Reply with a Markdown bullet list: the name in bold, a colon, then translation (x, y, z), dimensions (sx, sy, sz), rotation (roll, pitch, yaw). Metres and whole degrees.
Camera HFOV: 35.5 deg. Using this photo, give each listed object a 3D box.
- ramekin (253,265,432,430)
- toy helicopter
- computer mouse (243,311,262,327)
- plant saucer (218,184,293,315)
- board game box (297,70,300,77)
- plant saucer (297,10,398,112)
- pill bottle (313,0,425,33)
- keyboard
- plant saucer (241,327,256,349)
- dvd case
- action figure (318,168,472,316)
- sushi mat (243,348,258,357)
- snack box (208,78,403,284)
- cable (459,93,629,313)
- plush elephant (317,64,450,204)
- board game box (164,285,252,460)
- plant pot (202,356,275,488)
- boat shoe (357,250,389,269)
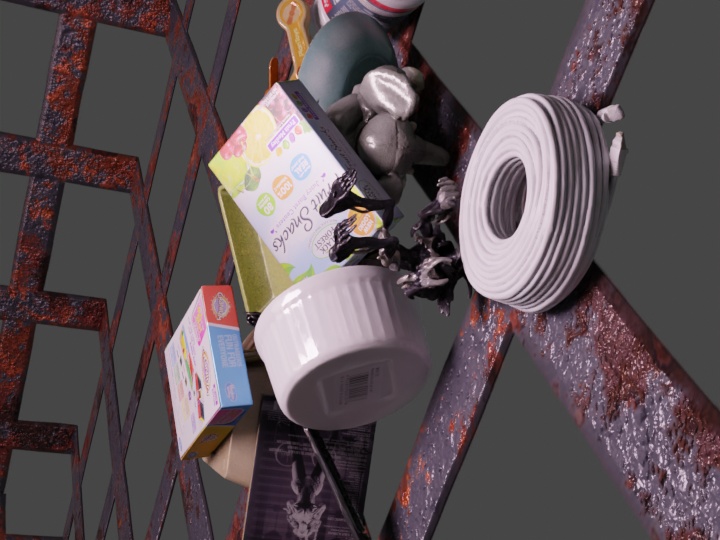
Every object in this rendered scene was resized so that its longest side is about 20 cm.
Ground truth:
- **ramekin**: translation (-0.015, 0.095, 1.269), dimensions (0.201, 0.198, 0.099), rotation (-60, 37, 43)
- **toy helicopter**: translation (-0.080, -0.267, 1.516), dimensions (0.079, 0.131, 0.203), rotation (0, -105, -71)
- **computer mouse**: translation (-0.054, 0.071, 1.452), dimensions (0.199, 0.139, 0.047), rotation (-15, 69, 58)
- **plant saucer**: translation (-0.101, -0.043, 1.541), dimensions (0.198, 0.048, 0.203), rotation (-16, 87, 47)
- **board game box**: translation (-0.027, -0.172, 1.435), dimensions (0.023, 0.104, 0.202), rotation (16, 126, 38)
- **plant saucer**: translation (-0.002, -0.217, 1.400), dimensions (0.038, 0.200, 0.204), rotation (16, 99, 37)
- **pill bottle**: translation (0.012, -0.368, 1.471), dimensions (0.200, 0.118, 0.121), rotation (157, 119, -66)
- **keyboard**: translation (-0.016, 0.277, 1.323), dimensions (0.127, 0.020, 0.202), rotation (85, 160, -73)
- **plant saucer**: translation (-0.136, 0.166, 1.622), dimensions (0.029, 0.199, 0.203), rotation (18, 103, 24)
- **dvd case**: translation (-0.063, 0.262, 1.387), dimensions (0.016, 0.147, 0.203), rotation (-179, 97, -78)
- **action figure**: translation (0.059, -0.028, 1.141), dimensions (0.102, 0.198, 0.120), rotation (-31, 50, 44)
- **sushi mat**: translation (-0.084, 0.099, 1.438), dimensions (0.095, 0.197, 0.012), rotation (161, 103, -65)
- **snack box**: translation (-0.064, -0.090, 1.257), dimensions (0.142, 0.053, 0.201), rotation (-44, 77, 32)
- **cable**: translation (0.158, -0.062, 1.046), dimensions (0.200, 0.068, 0.203), rotation (-157, 76, -68)
- **plush elephant**: translation (0.029, -0.151, 1.305), dimensions (0.154, 0.198, 0.167), rotation (30, 110, 44)
- **board game box**: translation (-0.192, 0.130, 1.392), dimensions (0.200, 0.040, 0.155), rotation (131, 132, -56)
- **plant pot**: translation (-0.103, 0.200, 1.475), dimensions (0.199, 0.175, 0.203), rotation (-174, 92, -69)
- **boat shoe**: translation (0.000, 0.000, 1.340), dimensions (0.201, 0.073, 0.075), rotation (61, -166, -24)
